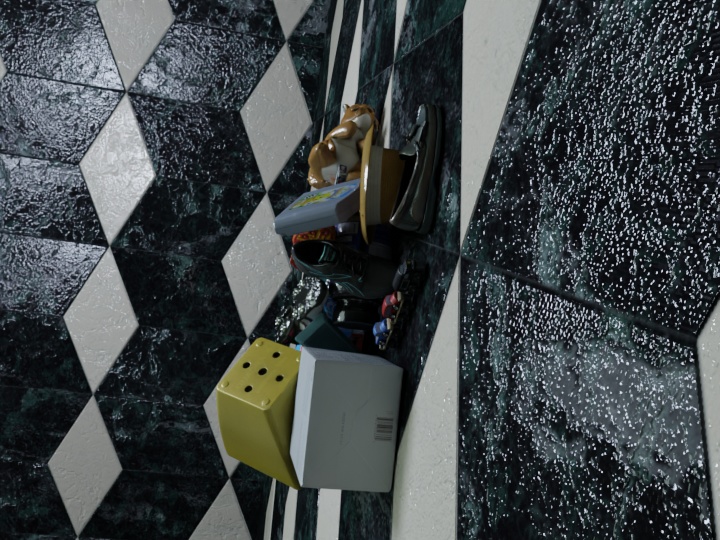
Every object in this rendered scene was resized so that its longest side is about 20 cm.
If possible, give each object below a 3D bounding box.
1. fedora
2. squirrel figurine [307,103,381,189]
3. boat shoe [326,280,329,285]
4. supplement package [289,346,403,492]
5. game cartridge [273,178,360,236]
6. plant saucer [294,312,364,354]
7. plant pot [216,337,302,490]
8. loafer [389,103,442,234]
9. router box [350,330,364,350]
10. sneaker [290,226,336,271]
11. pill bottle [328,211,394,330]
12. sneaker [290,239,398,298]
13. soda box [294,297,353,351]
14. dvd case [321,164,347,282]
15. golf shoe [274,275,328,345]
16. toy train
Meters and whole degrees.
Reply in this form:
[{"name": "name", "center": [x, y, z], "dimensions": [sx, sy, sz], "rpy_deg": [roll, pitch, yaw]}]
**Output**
[{"name": "fedora", "center": [0.045, -0.136, 1.195], "dimensions": [0.201, 0.080, 0.204], "rpy_deg": [4, -90, -84]}, {"name": "squirrel figurine", "center": [-0.038, -0.273, 1.629], "dimensions": [0.200, 0.140, 0.189], "rpy_deg": [-38, 31, 61]}, {"name": "boat shoe", "center": [-0.046, 0.040, 1.558], "dimensions": [0.074, 0.068, 0.199], "rpy_deg": [-59, 13, -16]}, {"name": "supplement package", "center": [-0.028, 0.236, 1.209], "dimensions": [0.200, 0.144, 0.195], "rpy_deg": [180, 97, -80]}, {"name": "game cartridge", "center": [-0.058, -0.112, 1.262], "dimensions": [0.200, 0.131, 0.041], "rpy_deg": [-59, -42, -67]}, {"name": "plant saucer", "center": [-0.047, 0.148, 1.363], "dimensions": [0.019, 0.070, 0.200], "rpy_deg": [45, 176, 40]}, {"name": "plant pot", "center": [-0.154, 0.247, 1.379], "dimensions": [0.200, 0.198, 0.178], "rpy_deg": [-50, -41, -32]}, {"name": "loafer", "center": [0.083, -0.158, 1.105], "dimensions": [0.072, 0.062, 0.204], "rpy_deg": [138, 138, -74]}, {"name": "router box", "center": [-0.042, 0.188, 1.600], "dimensions": [0.200, 0.048, 0.183], "rpy_deg": [-122, 40, -74]}, {"name": "sneaker", "center": [-0.085, -0.060, 1.348], "dimensions": [0.078, 0.072, 0.200], "rpy_deg": [-64, 9, -22]}, {"name": "pill bottle", "center": [0.000, 0.000, 1.323], "dimensions": [0.112, 0.110, 0.204], "rpy_deg": [135, 142, -74]}, {"name": "sneaker", "center": [-0.027, -0.005, 1.230], "dimensions": [0.079, 0.197, 0.077], "rpy_deg": [55, -131, -73]}, {"name": "soda box", "center": [-0.076, 0.143, 1.490], "dimensions": [0.201, 0.063, 0.069], "rpy_deg": [119, 145, -42]}, {"name": "dvd case", "center": [-0.057, -0.096, 1.500], "dimensions": [0.147, 0.022, 0.202], "rpy_deg": [107, 170, -45]}, {"name": "golf shoe", "center": [-0.090, 0.075, 1.356], "dimensions": [0.200, 0.087, 0.078], "rpy_deg": [131, 146, -51]}, {"name": "toy train", "center": [0.056, 0.057, 1.150], "dimensions": [0.034, 0.045, 0.202], "rpy_deg": [-92, 14, -44]}]
